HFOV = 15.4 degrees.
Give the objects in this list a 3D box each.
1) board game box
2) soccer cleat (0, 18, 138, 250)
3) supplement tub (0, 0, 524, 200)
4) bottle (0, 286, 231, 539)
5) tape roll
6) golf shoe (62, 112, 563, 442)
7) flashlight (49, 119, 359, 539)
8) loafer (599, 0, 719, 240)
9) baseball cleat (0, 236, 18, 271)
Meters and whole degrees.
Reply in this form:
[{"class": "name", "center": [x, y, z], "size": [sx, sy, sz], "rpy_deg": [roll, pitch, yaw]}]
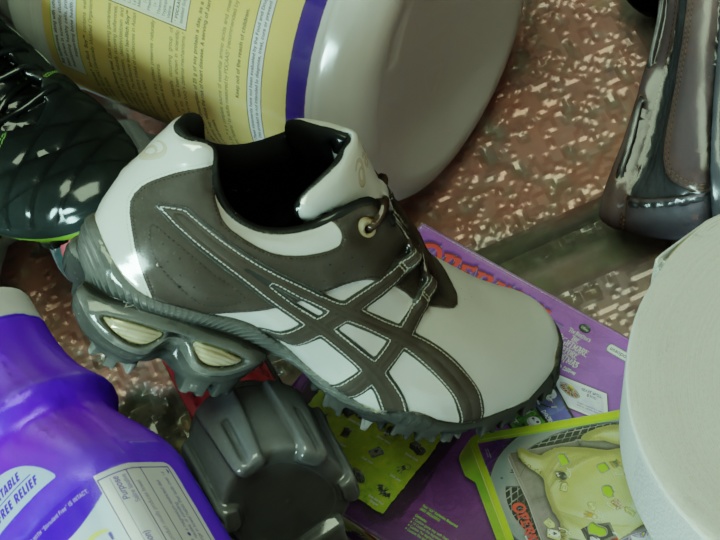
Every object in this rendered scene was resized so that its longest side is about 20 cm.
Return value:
[{"class": "board game box", "center": [0.069, 0.075, 0.983], "size": [0.200, 0.032, 0.120], "rpy_deg": [30, 73, 25]}, {"class": "soccer cleat", "center": [-0.153, -0.073, 1.016], "size": [0.067, 0.081, 0.200], "rpy_deg": [-35, 43, -19]}, {"class": "supplement tub", "center": [-0.049, -0.124, 1.054], "size": [0.200, 0.145, 0.145], "rpy_deg": [23, 67, 22]}, {"class": "bottle", "center": [-0.090, 0.095, 0.912], "size": [0.084, 0.065, 0.200], "rpy_deg": [-47, 61, 28]}, {"class": "tape roll", "center": [0.190, 0.051, 0.942], "size": [0.202, 0.037, 0.203], "rpy_deg": [-1, 51, 1]}, {"class": "golf shoe", "center": [0.000, 0.000, 0.922], "size": [0.200, 0.095, 0.078], "rpy_deg": [9, 32, -34]}, {"class": "flashlight", "center": [-0.063, 0.022, 0.989], "size": [0.068, 0.068, 0.200], "rpy_deg": [-3, 35, -23]}, {"class": "loafer", "center": [0.127, -0.104, 1.054], "size": [0.063, 0.072, 0.200], "rpy_deg": [-3, 62, 14]}, {"class": "baseball cleat", "center": [-0.192, 0.025, 1.050], "size": [0.106, 0.070, 0.200], "rpy_deg": [-3, 49, 17]}]
